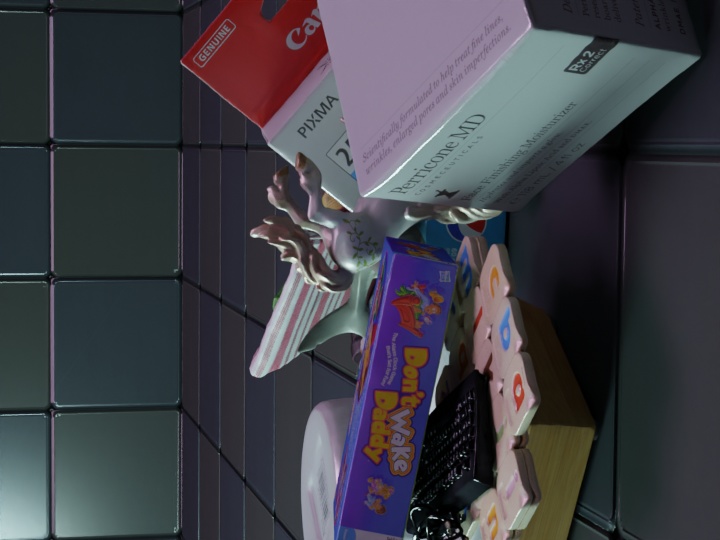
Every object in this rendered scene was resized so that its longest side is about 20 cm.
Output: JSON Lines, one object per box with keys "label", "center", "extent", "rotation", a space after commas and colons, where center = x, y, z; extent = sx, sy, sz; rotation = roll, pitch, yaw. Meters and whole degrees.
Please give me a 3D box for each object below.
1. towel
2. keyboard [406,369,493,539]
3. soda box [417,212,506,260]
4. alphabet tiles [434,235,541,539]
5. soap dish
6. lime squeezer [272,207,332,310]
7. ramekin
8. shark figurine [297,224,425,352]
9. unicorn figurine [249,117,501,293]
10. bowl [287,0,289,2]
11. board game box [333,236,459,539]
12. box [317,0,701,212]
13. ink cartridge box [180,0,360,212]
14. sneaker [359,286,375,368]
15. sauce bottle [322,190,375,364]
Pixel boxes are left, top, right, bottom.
{"label": "towel", "center": [-0.027, 0.000, 1.511], "extent": [0.200, 0.030, 0.147], "rotation": [-34, -30, -56]}
{"label": "keyboard", "center": [0.047, 0.140, 1.175], "extent": [0.200, 0.039, 0.105], "rotation": [118, 149, -68]}
{"label": "soda box", "center": [0.075, -0.007, 1.388], "extent": [0.064, 0.067, 0.201], "rotation": [-142, 53, -73]}
{"label": "alphabet tiles", "center": [0.082, 0.082, 1.130], "extent": [0.196, 0.014, 0.201], "rotation": [105, 160, -54]}
{"label": "soap dish", "center": [0.102, 0.133, 1.249], "extent": [0.158, 0.081, 0.201], "rotation": [-108, 21, -52]}
{"label": "lime squeezer", "center": [-0.023, -0.023, 1.565], "extent": [0.200, 0.038, 0.071], "rotation": [-29, -67, -62]}
{"label": "ramekin", "center": [0.006, 0.211, 1.626], "extent": [0.200, 0.097, 0.202], "rotation": [180, 90, -76]}
{"label": "shark figurine", "center": [-0.005, -0.008, 1.398], "extent": [0.214, 0.089, 0.129], "rotation": [135, 135, -68]}
{"label": "unicorn figurine", "center": [0.026, -0.061, 1.292], "extent": [0.137, 0.200, 0.074], "rotation": [48, -172, -3]}
{"label": "bowl", "center": [0.031, -0.247, 1.437], "extent": [0.201, 0.090, 0.201], "rotation": [-51, -19, -25]}
{"label": "board game box", "center": [0.022, 0.084, 1.195], "extent": [0.134, 0.044, 0.201], "rotation": [-101, 22, -84]}
{"label": "box", "center": [0.081, -0.171, 1.080], "extent": [0.199, 0.130, 0.201], "rotation": [-42, 52, 49]}
{"label": "ink cartridge box", "center": [-0.008, -0.174, 1.325], "extent": [0.200, 0.176, 0.045], "rotation": [-49, 21, 7]}
{"label": "sneaker", "center": [0.034, 0.048, 1.536], "extent": [0.200, 0.075, 0.089], "rotation": [-128, 42, -74]}
{"label": "sauce bottle", "center": [-0.001, -0.004, 1.721], "extent": [0.065, 0.064, 0.201], "rotation": [112, 156, -58]}
